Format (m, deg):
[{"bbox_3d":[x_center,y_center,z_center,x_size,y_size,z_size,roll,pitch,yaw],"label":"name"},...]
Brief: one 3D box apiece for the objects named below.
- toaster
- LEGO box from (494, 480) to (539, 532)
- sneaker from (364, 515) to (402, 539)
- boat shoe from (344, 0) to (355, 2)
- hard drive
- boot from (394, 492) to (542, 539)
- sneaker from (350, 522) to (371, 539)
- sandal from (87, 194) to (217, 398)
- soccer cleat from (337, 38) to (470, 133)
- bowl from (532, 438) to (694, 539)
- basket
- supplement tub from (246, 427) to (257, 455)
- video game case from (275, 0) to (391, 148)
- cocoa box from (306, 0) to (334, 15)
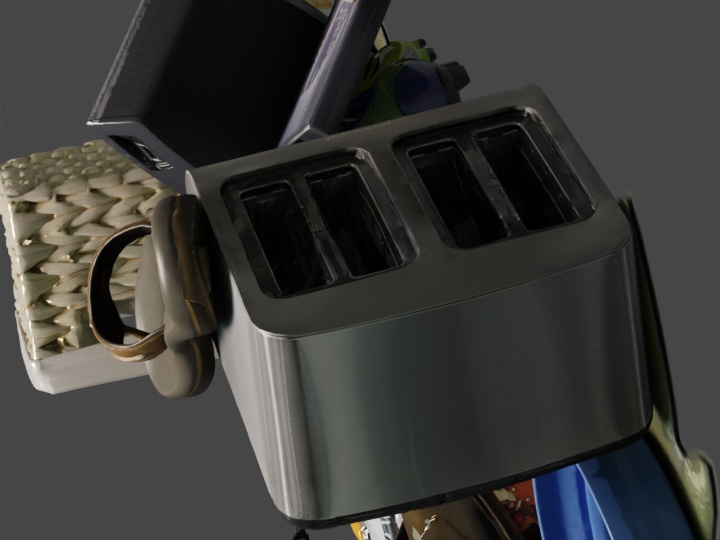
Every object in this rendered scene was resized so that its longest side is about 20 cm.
[{"bbox_3d":[0.024,0.018,1.154,0.200,0.180,0.119,-115,13,-54],"label":"toaster"},{"bbox_3d":[0.097,0.238,1.483,0.201,0.077,0.149,83,169,-50],"label":"LEGO box"},{"bbox_3d":[-0.004,0.103,1.530,0.075,0.114,0.201,-23,-65,-63],"label":"sneaker"},{"bbox_3d":[-0.028,-0.175,1.282,0.200,0.069,0.071,-130,54,-85],"label":"boat shoe"},{"bbox_3d":[-0.056,-0.096,1.482,0.042,0.136,0.200,17,170,45],"label":"hard drive"},{"bbox_3d":[0.034,0.144,1.337,0.200,0.097,0.075,43,178,-9],"label":"boot"},{"bbox_3d":[0.056,0.194,1.635,0.201,0.077,0.078,63,179,-37],"label":"sneaker"},{"bbox_3d":[-0.099,0.015,1.185,0.200,0.054,0.082,128,130,-79],"label":"sandal"},{"bbox_3d":[0.010,-0.086,1.405,0.200,0.083,0.065,-145,35,-79],"label":"soccer cleat"},{"bbox_3d":[0.132,0.164,1.214,0.201,0.039,0.202,164,90,-83],"label":"bowl"},{"bbox_3d":[-0.155,-0.011,1.608,0.200,0.135,0.124,-137,36,-76],"label":"basket"},{"bbox_3d":[-0.009,0.091,1.668,0.200,0.122,0.123,49,-157,-80],"label":"supplement tub"},{"bbox_3d":[-0.006,-0.130,1.374,0.200,0.019,0.144,159,133,-83],"label":"video game case"},{"bbox_3d":[-0.049,-0.084,1.675,0.200,0.130,0.134,-116,12,-53],"label":"cocoa box"}]
